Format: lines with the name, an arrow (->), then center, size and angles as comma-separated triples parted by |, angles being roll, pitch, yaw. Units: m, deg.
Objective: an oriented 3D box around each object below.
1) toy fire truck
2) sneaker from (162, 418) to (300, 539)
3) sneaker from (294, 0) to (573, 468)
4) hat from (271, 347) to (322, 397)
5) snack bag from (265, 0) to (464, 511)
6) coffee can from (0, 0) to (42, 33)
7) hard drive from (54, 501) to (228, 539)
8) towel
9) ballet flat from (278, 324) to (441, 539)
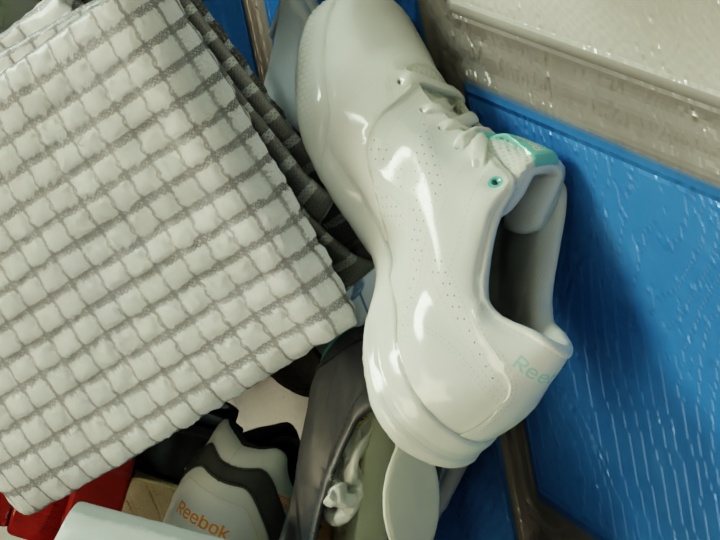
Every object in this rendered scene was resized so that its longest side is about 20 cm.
toy fire truck -> -0.168, 0.105, 1.120 | 0.176, 0.199, 0.129 | -131, 59, -83
sneaker -> -0.026, 0.111, 1.034 | 0.073, 0.080, 0.200 | 26, -179, 19
sneaker -> 0.037, -0.032, 0.881 | 0.088, 0.075, 0.201 | -39, 53, 37
hat -> -0.108, 0.013, 1.072 | 0.200, 0.081, 0.201 | 40, 170, 9
snack bag -> 0.000, 0.000, 1.040 | 0.201, 0.021, 0.189 | 62, 159, 23
coffee can -> -0.187, -0.173, 1.143 | 0.147, 0.199, 0.147 | 55, 155, 41
hard drive -> -0.046, 0.166, 0.880 | 0.199, 0.132, 0.026 | 12, 147, 24
towel -> -0.104, -0.017, 0.947 | 0.200, 0.086, 0.166 | -32, 96, 28
ballet flat -> -0.001, 0.122, 0.943 | 0.073, 0.073, 0.201 | 38, 122, 58
